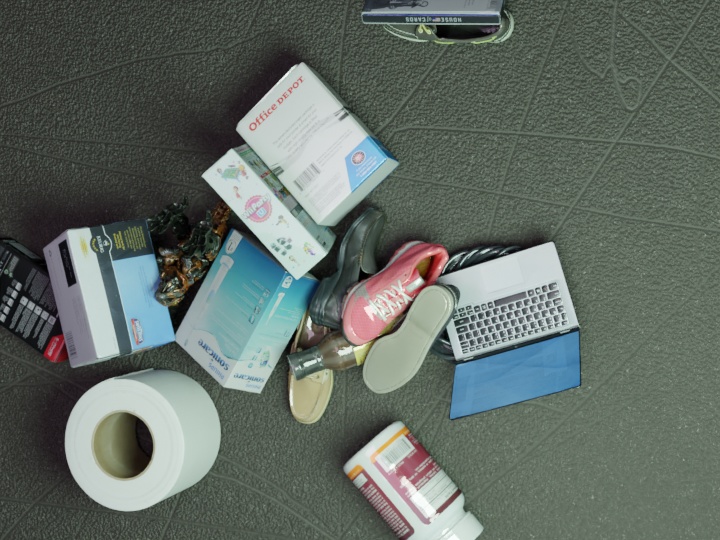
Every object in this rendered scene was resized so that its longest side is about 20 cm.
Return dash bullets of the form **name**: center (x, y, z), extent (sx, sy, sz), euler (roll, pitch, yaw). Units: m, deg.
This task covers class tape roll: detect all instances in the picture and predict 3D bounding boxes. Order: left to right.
- **tape roll**: center (-0.336, 0.260, 1.662), extent (0.202, 0.139, 0.203), euler (1, 92, 16)

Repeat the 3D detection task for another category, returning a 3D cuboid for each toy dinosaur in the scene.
- **toy dinosaur**: center (-0.254, -0.044, 1.616), extent (0.102, 0.136, 0.200), euler (8, 70, 13)

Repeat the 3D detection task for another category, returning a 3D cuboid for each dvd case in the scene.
- **dvd case**: center (0.114, -0.411, 1.536), extent (0.200, 0.025, 0.150), euler (5, 54, 16)

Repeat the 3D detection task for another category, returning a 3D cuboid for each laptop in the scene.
- **laptop**: center (0.195, 0.080, 1.465), extent (0.187, 0.116, 0.200), euler (-18, 84, 20)

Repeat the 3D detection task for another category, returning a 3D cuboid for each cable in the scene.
- **cable**: center (0.178, 0.048, 1.561), extent (0.163, 0.051, 0.200), euler (31, 102, 18)

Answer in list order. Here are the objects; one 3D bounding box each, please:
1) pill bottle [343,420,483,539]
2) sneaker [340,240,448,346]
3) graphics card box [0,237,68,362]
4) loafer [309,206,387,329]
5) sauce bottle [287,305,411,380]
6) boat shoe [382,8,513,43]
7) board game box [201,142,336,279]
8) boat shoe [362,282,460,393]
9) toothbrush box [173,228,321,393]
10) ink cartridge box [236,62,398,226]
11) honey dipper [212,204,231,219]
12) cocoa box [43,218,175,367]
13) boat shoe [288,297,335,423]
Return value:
- **pill bottle**: center (0.079, 0.328, 1.555), extent (0.114, 0.114, 0.200), euler (-43, 80, 13)
- **sneaker**: center (0.048, 0.025, 1.509), extent (0.200, 0.087, 0.074), euler (-47, 108, -23)
- **graphics card box**: center (-0.543, 0.047, 1.764), extent (0.200, 0.051, 0.126), euler (31, 99, 13)
- **loafer**: center (0.000, 0.000, 1.574), extent (0.072, 0.073, 0.200), euler (18, 75, 25)
- **sauce bottle**: center (-0.009, 0.107, 1.568), extent (0.200, 0.065, 0.065), euler (-18, 85, -8)
- **boat shoe**: center (0.119, -0.367, 1.556), extent (0.201, 0.061, 0.072), euler (7, 103, 17)
- **board game box**: center (-0.129, -0.091, 1.566), extent (0.064, 0.148, 0.200), euler (-41, 95, 9)
- **boat shoe**: center (0.077, 0.096, 1.513), extent (0.073, 0.063, 0.200), euler (43, 118, 14)
- **toothbrush box**: center (-0.173, 0.062, 1.613), extent (0.146, 0.085, 0.200), euler (35, 100, 39)
- **ink cartridge box**: center (-0.064, -0.188, 1.603), extent (0.146, 0.084, 0.200), euler (-42, 79, 12)
- **honey dipper**: center (-0.210, -0.097, 1.676), extent (0.200, 0.038, 0.038), euler (-41, 80, 17)
- **cocoa box**: center (-0.389, 0.035, 1.654), extent (0.133, 0.131, 0.200), euler (-19, 84, 56)
- **boat shoe**: center (-0.079, 0.135, 1.623), extent (0.071, 0.065, 0.200), euler (8, 93, 16)
